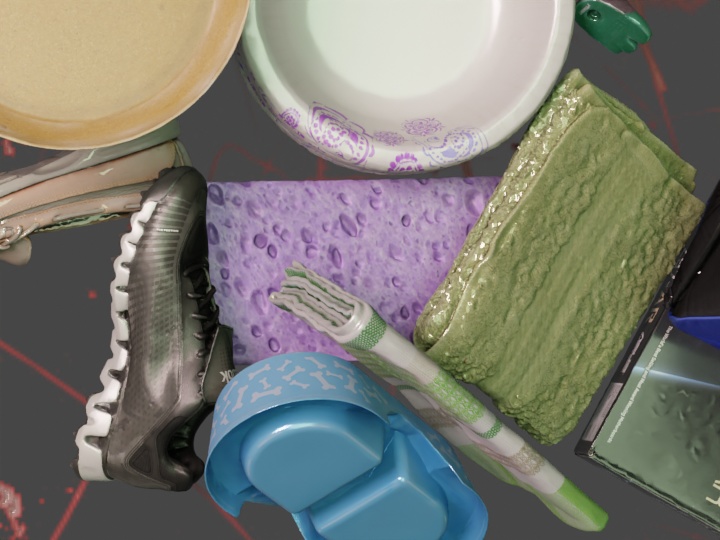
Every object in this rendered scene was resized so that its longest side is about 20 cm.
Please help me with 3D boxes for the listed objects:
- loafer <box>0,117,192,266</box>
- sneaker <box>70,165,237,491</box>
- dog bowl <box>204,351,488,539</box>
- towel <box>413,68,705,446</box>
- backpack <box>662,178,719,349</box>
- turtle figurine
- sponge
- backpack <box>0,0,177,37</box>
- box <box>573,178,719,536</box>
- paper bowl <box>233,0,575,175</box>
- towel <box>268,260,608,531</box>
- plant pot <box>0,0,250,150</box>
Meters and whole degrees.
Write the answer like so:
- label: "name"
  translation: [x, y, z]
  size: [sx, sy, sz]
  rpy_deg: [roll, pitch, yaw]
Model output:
- label: "loafer"
  translation: [-0.192, -0.032, 1.396]
  size: [0.200, 0.072, 0.063]
  rpy_deg: [-22, 99, -10]
- label: "sneaker"
  translation: [-0.104, 0.040, 1.381]
  size: [0.090, 0.066, 0.200]
  rpy_deg: [18, 101, 19]
- label: "dog bowl"
  translation: [-0.010, 0.116, 1.372]
  size: [0.111, 0.050, 0.200]
  rpy_deg: [-32, 133, 19]
- label: "towel"
  translation: [0.122, -0.006, 1.416]
  size: [0.148, 0.036, 0.200]
  rpy_deg: [37, 79, -37]
- label: "backpack"
  translation: [0.292, -0.036, 1.370]
  size: [0.168, 0.162, 0.200]
  rpy_deg: [27, 76, -26]
- label: "turtle figurine"
  translation: [0.186, -0.230, 1.425]
  size: [0.101, 0.150, 0.200]
  rpy_deg: [13, 48, 15]
- label: "sponge"
  translation: [0.000, 0.000, 1.436]
  size: [0.200, 0.030, 0.112]
  rpy_deg: [-1, 90, -7]
- label: "backpack"
  translation: [-0.170, -0.180, 1.356]
  size: [0.200, 0.153, 0.176]
  rpy_deg: [-10, 84, -4]
- label: "box"
  translation: [0.249, 0.065, 1.459]
  size: [0.160, 0.044, 0.200]
  rpy_deg: [30, 85, -5]
- label: "paper bowl"
  translation: [0.021, -0.156, 1.405]
  size: [0.200, 0.104, 0.201]
  rpy_deg: [0, 88, -8]
- label: "towel"
  translation: [0.042, 0.076, 1.356]
  size: [0.200, 0.149, 0.031]
  rpy_deg: [41, 86, -20]
- label: "plant pot"
  translation: [-0.158, -0.163, 1.271]
  size: [0.200, 0.027, 0.200]
  rpy_deg: [1, 87, -11]
